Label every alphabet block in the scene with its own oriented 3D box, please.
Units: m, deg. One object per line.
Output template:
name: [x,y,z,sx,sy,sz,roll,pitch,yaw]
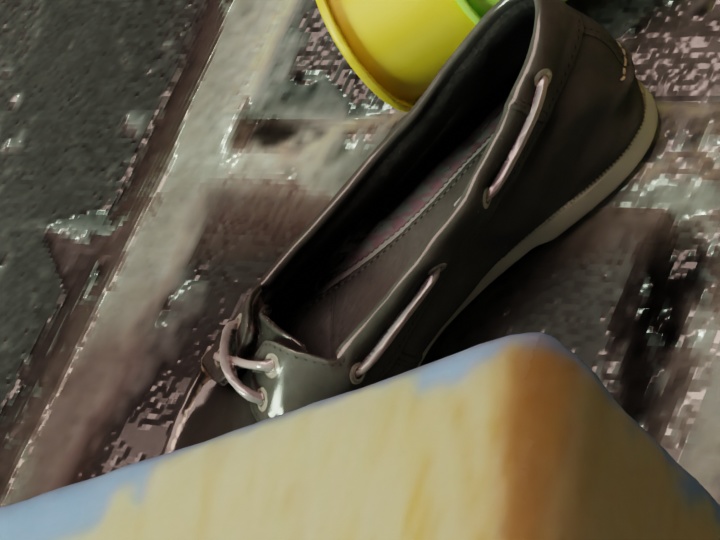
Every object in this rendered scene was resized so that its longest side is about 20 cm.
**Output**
alphabet block: [0.003,0.165,0.610,0.195,0.196,0.200,-21,45,29]

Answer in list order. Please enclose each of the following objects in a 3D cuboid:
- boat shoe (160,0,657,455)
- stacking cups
boat shoe: [0.000,0.000,0.860,0.200,0.057,0.067,-47,39,-2]
stacking cups: [0.081,-0.121,0.884,0.200,0.060,0.061,-31,41,21]
